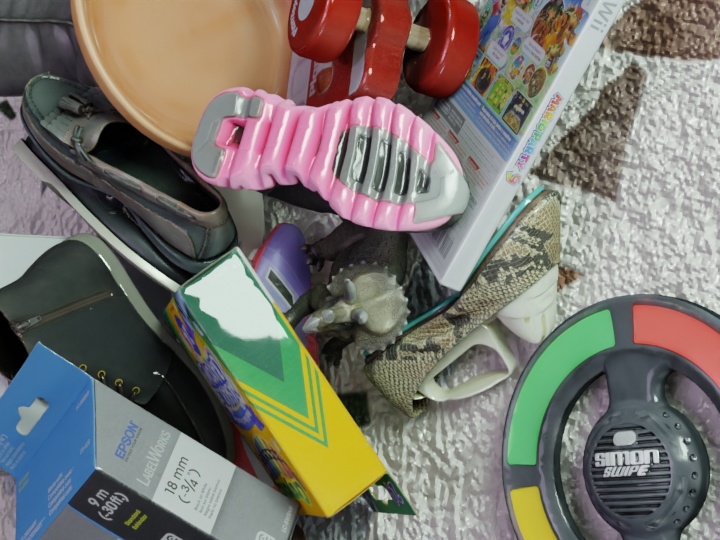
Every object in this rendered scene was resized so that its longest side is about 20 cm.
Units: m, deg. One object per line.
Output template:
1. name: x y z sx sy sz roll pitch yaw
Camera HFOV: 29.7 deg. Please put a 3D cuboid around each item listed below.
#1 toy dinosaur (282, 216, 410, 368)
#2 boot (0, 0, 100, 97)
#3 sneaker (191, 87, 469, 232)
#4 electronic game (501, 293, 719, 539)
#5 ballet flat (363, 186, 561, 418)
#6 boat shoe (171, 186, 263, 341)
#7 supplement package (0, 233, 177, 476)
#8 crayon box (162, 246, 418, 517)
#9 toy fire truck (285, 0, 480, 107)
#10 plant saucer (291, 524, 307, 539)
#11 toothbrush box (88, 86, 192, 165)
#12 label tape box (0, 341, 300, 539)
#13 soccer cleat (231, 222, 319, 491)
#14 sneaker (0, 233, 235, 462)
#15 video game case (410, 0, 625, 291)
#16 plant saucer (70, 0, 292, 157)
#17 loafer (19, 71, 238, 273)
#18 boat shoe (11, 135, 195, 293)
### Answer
1. toy dinosaur: 0.000 0.000 0.911 0.102 0.077 0.201 -32 25 34
2. boot: -0.230 -0.218 1.050 0.199 0.072 0.185 16 97 48
3. sneaker: -0.009 -0.063 0.863 0.198 0.095 0.080 18 82 32
4. electronic game: 0.163 0.115 0.784 0.198 0.041 0.203 -4 85 43
5. ballet flat: 0.079 0.031 0.863 0.076 0.068 0.200 51 128 8
6. boat shoe: -0.115 0.016 1.036 0.068 0.071 0.203 11 106 63
7. supplement package: -0.223 0.065 1.041 0.110 0.199 0.158 -28 70 38
8. crayon box: -0.051 0.090 0.888 0.201 0.051 0.126 55 165 0
9. toy fire truck: -0.005 -0.187 0.918 0.167 0.111 0.203 -23 58 59
10. plant saucer: -0.096 0.268 0.950 0.201 0.036 0.201 -57 18 30
11. toothbrush box: -0.161 -0.185 1.078 0.144 0.085 0.203 -2 85 42
12. label tape box: -0.160 0.155 0.884 0.144 0.199 0.064 -47 16 41
13. soccer cleat: -0.052 0.069 0.983 0.076 0.067 0.203 11 94 22
14. sneaker: -0.178 0.081 0.945 0.201 0.106 0.075 52 134 -1
15. video game case: 0.083 -0.105 0.841 0.202 0.018 0.144 -62 24 18
16. plant saucer: -0.117 -0.171 0.962 0.037 0.198 0.203 -23 72 50
17. loafer: -0.160 -0.083 0.949 0.199 0.072 0.063 39 151 14
18. boat shoe: -0.175 -0.055 1.005 0.066 0.075 0.199 -48 59 -4
